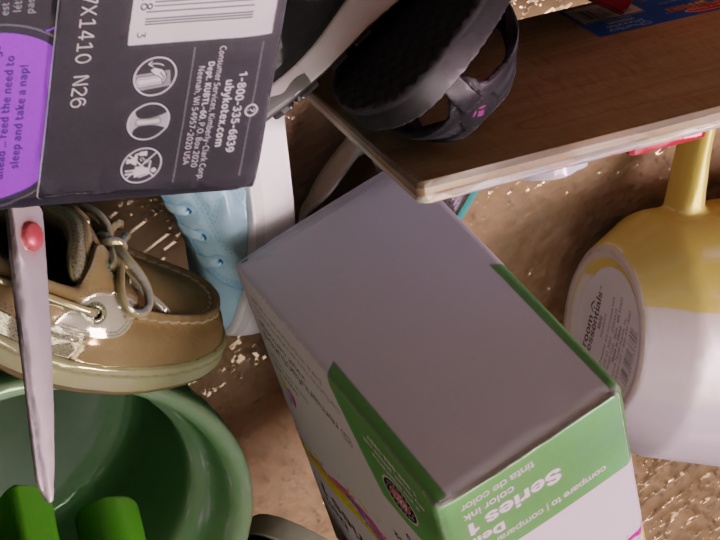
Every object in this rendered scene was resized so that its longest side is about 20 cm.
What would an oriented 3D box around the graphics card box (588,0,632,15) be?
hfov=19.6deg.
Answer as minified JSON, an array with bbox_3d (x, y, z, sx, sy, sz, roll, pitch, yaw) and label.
[{"bbox_3d":[0.058,-0.183,0.778,0.200,0.051,0.126,17,118,-38],"label":"graphics card box"}]

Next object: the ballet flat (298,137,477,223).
[{"bbox_3d":[0.000,0.000,0.905,0.072,0.072,0.201,0,127,-31],"label":"ballet flat"}]

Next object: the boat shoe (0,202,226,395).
[{"bbox_3d":[-0.130,-0.007,0.754,0.200,0.073,0.063,17,113,-29],"label":"boat shoe"}]

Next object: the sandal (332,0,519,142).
[{"bbox_3d":[0.028,-0.081,0.748,0.075,0.200,0.048,-44,103,6],"label":"sandal"}]

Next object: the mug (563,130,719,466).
[{"bbox_3d":[0.179,0.012,0.988,0.153,0.187,0.149,0,160,-20],"label":"mug"}]

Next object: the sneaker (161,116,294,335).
[{"bbox_3d":[-0.074,-0.058,0.802,0.082,0.074,0.200,-12,123,-15],"label":"sneaker"}]

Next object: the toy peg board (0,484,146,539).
[{"bbox_3d":[-0.172,0.160,0.787,0.200,0.098,0.199,12,136,-37],"label":"toy peg board"}]

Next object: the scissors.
[{"bbox_3d":[-0.113,-0.025,0.726,0.014,0.200,0.073,-11,-173,31],"label":"scissors"}]

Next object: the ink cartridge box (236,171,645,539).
[{"bbox_3d":[0.040,0.080,0.831,0.084,0.145,0.200,-32,141,-12],"label":"ink cartridge box"}]

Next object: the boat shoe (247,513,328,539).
[{"bbox_3d":[-0.054,0.171,0.965,0.072,0.068,0.200,23,156,-3],"label":"boat shoe"}]

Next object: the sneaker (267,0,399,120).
[{"bbox_3d":[-0.023,-0.122,0.708,0.200,0.076,0.088,-40,114,-2],"label":"sneaker"}]

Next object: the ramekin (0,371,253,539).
[{"bbox_3d":[-0.154,0.090,0.858,0.200,0.098,0.200,-16,134,-18],"label":"ramekin"}]

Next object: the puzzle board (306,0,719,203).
[{"bbox_3d":[0.090,-0.072,0.800,0.200,0.151,0.017,-14,113,-14],"label":"puzzle board"}]

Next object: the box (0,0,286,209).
[{"bbox_3d":[-0.105,-0.122,0.623,0.106,0.200,0.122,-7,130,-26],"label":"box"}]
